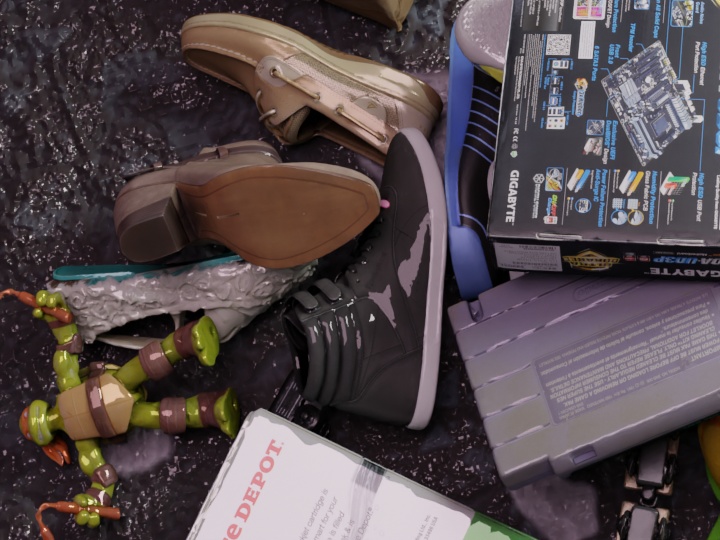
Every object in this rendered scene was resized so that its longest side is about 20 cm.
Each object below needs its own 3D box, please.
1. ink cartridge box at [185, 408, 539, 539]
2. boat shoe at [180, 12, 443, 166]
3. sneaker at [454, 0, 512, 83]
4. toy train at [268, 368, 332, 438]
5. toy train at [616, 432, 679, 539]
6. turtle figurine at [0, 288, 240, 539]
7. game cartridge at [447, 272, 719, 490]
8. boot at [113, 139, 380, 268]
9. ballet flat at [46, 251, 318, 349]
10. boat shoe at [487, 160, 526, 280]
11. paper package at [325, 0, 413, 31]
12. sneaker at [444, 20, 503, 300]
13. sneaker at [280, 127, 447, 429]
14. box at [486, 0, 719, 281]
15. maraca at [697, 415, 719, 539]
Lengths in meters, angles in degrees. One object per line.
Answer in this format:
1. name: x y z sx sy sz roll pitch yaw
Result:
1. ink cartridge box: -0.007 0.195 1.352 0.199 0.083 0.148 26 79 10
2. boat shoe: -0.044 -0.123 1.502 0.198 0.071 0.065 19 76 20
3. sneaker: 0.154 -0.119 1.417 0.198 0.105 0.076 16 67 2
4. toy train: -0.071 0.145 1.434 0.046 0.034 0.201 25 78 25
5. toy train: 0.173 0.171 1.339 0.034 0.046 0.202 8 79 11
6. turtle figurine: -0.164 0.099 1.460 0.160 0.064 0.202 -14 87 12
7. game cartridge: 0.161 0.042 1.301 0.198 0.038 0.131 -23 61 11
8. boot: -0.074 -0.053 1.452 0.198 0.146 0.071 -7 108 12
9. ballet flat: -0.118 0.020 1.484 0.198 0.072 0.072 -7 69 15
10. boat shoe: 0.143 0.012 1.375 0.070 0.071 0.202 -22 79 43
11. paper package: -0.022 -0.300 1.543 0.199 0.104 0.192 24 77 22
12. sneaker: 0.098 -0.079 1.448 0.077 0.070 0.202 -2 73 11
13. sneaker: 0.000 0.000 1.414 0.098 0.071 0.202 5 78 -14
14. box: 0.164 -0.095 1.308 0.157 0.046 0.202 2 64 11
15. maraca: 0.260 0.099 1.309 0.137 0.107 0.202 -26 42 47
